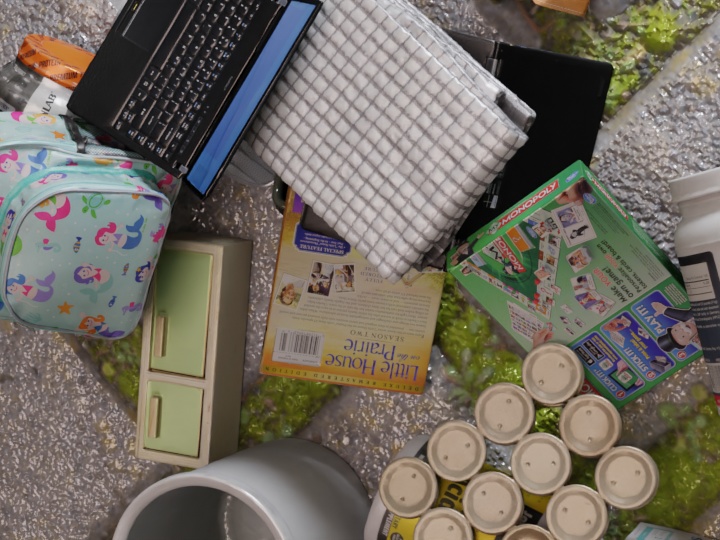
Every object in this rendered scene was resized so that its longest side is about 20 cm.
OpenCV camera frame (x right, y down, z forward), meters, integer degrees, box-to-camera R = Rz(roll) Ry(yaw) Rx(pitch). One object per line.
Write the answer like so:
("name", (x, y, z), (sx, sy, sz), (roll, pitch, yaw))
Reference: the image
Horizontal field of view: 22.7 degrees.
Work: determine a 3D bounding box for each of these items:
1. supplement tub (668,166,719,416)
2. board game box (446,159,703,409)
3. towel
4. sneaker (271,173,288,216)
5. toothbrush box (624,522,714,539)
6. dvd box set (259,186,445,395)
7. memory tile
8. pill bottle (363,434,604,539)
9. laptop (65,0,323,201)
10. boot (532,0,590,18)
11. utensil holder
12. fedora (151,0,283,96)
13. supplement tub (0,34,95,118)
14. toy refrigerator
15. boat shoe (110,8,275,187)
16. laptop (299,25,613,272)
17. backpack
("supplement tub", (0.321, 0.013, 1.371), (0.140, 0.140, 0.201), (-15, 90, 22))
("board game box", (0.182, 0.021, 1.429), (0.134, 0.029, 0.200), (-35, 117, 21))
("towel", (0.022, -0.113, 1.392), (0.200, 0.086, 0.166), (43, 107, 15))
("sneaker", (-0.022, -0.132, 1.524), (0.074, 0.079, 0.201), (22, 101, 20))
("toothbrush box", (0.232, 0.320, 1.434), (0.085, 0.146, 0.201), (13, 101, 19))
("dvd box set", (0.000, 0.000, 1.513), (0.145, 0.029, 0.201), (7, 106, -7))
("memory tile", (0.125, 0.170, 1.427), (0.200, 0.017, 0.154), (-38, 75, 7))
("pill bottle", (0.113, 0.226, 1.490), (0.199, 0.111, 0.112), (24, 104, 17))
("laptop", (-0.137, -0.168, 1.421), (0.200, 0.103, 0.178), (32, 92, 19))
("boot", (0.118, -0.301, 1.457), (0.199, 0.074, 0.156), (21, 107, 21))
("utensil holder", (-0.092, 0.238, 1.524), (0.169, 0.200, 0.171), (2, 96, 22))
("fedora", (-0.087, -0.237, 1.523), (0.199, 0.092, 0.202), (-3, 80, 16))
("supplement tub", (-0.293, -0.101, 1.610), (0.122, 0.122, 0.201), (30, 106, 16))
("toy refrigerator", (-0.150, 0.070, 1.599), (0.076, 0.070, 0.201), (8, 99, 20))
("boat shoe", (-0.136, -0.158, 1.573), (0.072, 0.062, 0.200), (-40, 98, 12))
("laptop", (0.080, -0.102, 1.471), (0.116, 0.199, 0.188), (27, 108, 52))
("backpack", (-0.262, -0.037, 1.500), (0.199, 0.151, 0.178), (11, 112, -25))
